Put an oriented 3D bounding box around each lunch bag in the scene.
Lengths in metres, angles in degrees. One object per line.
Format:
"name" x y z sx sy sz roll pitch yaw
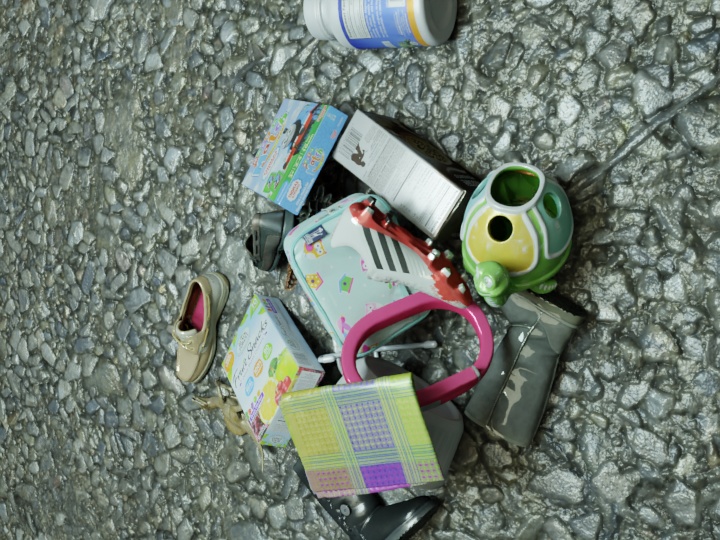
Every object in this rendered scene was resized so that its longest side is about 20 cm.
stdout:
"lunch bag" 0.000 0.000 1.103 0.160 0.077 0.201 -30 103 -6

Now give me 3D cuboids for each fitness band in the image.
"fitness band" 0.072 0.101 1.034 0.199 0.038 0.144 -22 62 -10

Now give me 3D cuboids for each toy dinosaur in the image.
"toy dinosaur" -0.200 0.236 1.354 0.199 0.058 0.102 31 123 35
"toy dinosaur" -0.058 -0.069 1.199 0.135 0.101 0.202 4 90 63

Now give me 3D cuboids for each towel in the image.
"towel" -0.003 0.202 0.998 0.199 0.023 0.145 -15 98 30

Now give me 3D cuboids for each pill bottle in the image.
"pill bottle" 0.024 -0.366 1.138 0.199 0.112 0.113 7 96 32

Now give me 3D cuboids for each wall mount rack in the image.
"wall mount rack" 0.015 0.061 1.193 0.172 0.075 0.202 -9 89 -1

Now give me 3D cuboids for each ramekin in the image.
"ramekin" 0.049 0.198 1.108 0.202 0.202 0.095 35 99 26

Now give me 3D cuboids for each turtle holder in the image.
"turtle holder" 0.178 -0.047 1.004 0.185 0.132 0.141 -37 54 -17

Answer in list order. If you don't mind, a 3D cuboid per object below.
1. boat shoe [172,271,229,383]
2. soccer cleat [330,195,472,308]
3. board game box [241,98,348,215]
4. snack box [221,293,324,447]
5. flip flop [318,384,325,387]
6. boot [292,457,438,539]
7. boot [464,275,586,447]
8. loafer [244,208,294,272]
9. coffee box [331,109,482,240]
"boat shoe" -0.283 0.098 1.379 0.073 0.069 0.202 22 104 29
"soccer cleat" 0.053 -0.008 1.036 0.199 0.069 0.085 37 116 -8
"board game box" -0.101 -0.171 1.190 0.152 0.036 0.200 -63 26 2
"snack box" -0.139 0.150 1.256 0.143 0.053 0.200 -61 37 18
"flip flop" -0.022 0.229 1.217 0.199 0.081 0.058 35 97 20
"boot" 0.002 0.320 1.220 0.165 0.065 0.200 -48 64 23
"boot" 0.189 0.107 1.092 0.181 0.072 0.201 35 117 28
"loafer" -0.146 -0.050 1.230 0.200 0.062 0.073 136 139 -67
"coffee box" 0.074 -0.130 1.118 0.200 0.113 0.080 41 112 23
